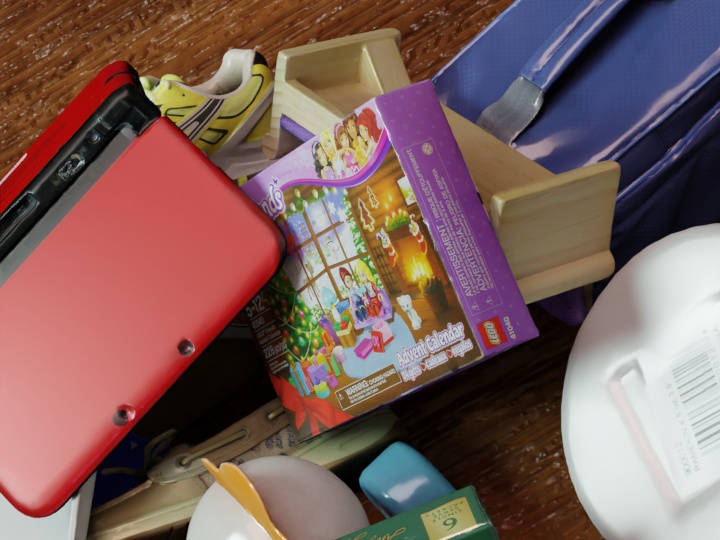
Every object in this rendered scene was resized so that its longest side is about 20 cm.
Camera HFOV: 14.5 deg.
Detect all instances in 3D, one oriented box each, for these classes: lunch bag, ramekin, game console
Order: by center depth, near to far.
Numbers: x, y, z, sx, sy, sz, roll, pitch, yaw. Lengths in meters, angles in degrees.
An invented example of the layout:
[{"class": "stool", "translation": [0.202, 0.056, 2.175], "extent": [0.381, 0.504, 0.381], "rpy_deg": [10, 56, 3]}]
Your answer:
[{"class": "ramekin", "translation": [0.196, 0.070, 1.413], "extent": [0.200, 0.098, 0.201], "rpy_deg": [-9, 76, 38]}, {"class": "game console", "translation": [-0.150, 0.006, 1.505], "extent": [0.200, 0.119, 0.172], "rpy_deg": [-47, 14, 4]}, {"class": "lunch bag", "translation": [0.139, -0.091, 1.561], "extent": [0.200, 0.132, 0.136], "rpy_deg": [-43, 55, -6]}]

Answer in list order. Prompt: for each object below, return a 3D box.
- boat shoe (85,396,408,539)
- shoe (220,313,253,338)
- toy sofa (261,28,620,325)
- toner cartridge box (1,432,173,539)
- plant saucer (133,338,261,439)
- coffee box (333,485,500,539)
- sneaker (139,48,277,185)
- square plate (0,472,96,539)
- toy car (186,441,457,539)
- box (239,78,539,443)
[{"class": "boat shoe", "translation": [-0.073, 0.110, 1.532], "extent": [0.200, 0.073, 0.063], "rpy_deg": [-21, 69, -24]}, {"class": "shoe", "translation": [-0.064, -0.009, 1.585], "extent": [0.199, 0.091, 0.072], "rpy_deg": [10, 45, 8]}, {"class": "toy sofa", "translation": [0.038, -0.042, 1.471], "extent": [0.083, 0.098, 0.200], "rpy_deg": [-16, 36, -35]}, {"class": "toner cartridge box", "translation": [-0.160, 0.184, 1.548], "extent": [0.095, 0.043, 0.200], "rpy_deg": [22, 68, 1]}, {"class": "plant saucer", "translation": [-0.188, 0.039, 1.666], "extent": [0.200, 0.048, 0.200], "rpy_deg": [-37, 54, -3]}, {"class": "coffee box", "translation": [0.035, 0.212, 1.376], "extent": [0.123, 0.200, 0.044], "rpy_deg": [-22, 26, 0]}, {"class": "sneaker", "translation": [-0.130, -0.072, 1.641], "extent": [0.200, 0.077, 0.075], "rpy_deg": [-24, 22, -34]}, {"class": "square plate", "translation": [-0.203, 0.140, 1.526], "extent": [0.200, 0.028, 0.199], "rpy_deg": [-31, 38, 35]}, {"class": "toy car", "translation": [-0.021, 0.164, 1.429], "extent": [0.184, 0.200, 0.177], "rpy_deg": [-42, 55, -6]}, {"class": "box", "translation": [0.000, 0.000, 1.437], "extent": [0.039, 0.200, 0.137], "rpy_deg": [-20, 85, -32]}]
